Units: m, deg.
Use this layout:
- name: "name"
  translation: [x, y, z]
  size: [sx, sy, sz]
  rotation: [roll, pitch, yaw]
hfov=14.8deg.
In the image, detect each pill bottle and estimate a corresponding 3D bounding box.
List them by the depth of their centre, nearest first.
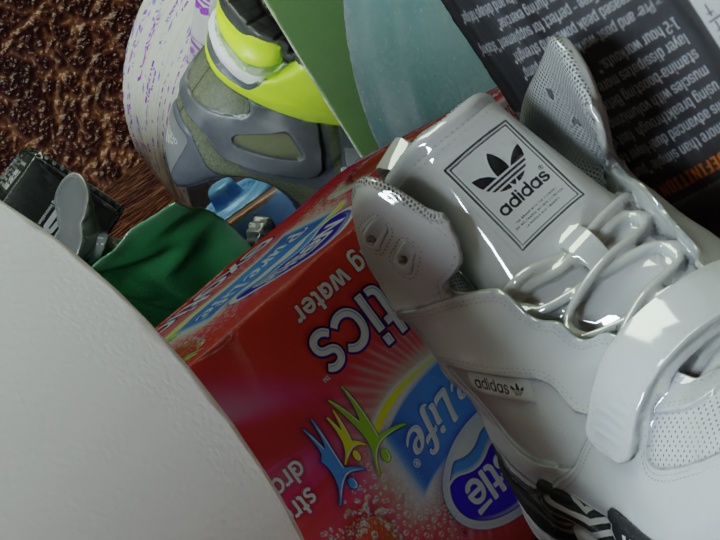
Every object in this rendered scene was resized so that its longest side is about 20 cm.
- name: "pill bottle"
  translation: [0.081, -0.072, 0.716]
  size: [0.106, 0.200, 0.106]
  rotation: [-33, 9, 6]

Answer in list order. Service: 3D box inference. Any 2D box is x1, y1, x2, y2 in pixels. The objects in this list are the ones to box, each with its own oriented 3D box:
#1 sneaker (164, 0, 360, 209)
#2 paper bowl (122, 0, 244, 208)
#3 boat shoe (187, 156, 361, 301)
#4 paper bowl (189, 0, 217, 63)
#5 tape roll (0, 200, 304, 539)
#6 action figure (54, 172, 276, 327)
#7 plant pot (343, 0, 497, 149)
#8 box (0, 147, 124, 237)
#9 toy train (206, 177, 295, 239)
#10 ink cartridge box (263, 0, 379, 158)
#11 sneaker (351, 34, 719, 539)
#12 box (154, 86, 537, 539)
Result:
- name: "sneaker"
  translation: [0.012, -0.053, 0.996]
  size: [0.200, 0.074, 0.081]
  rotation: [14, -49, -38]
- name: "paper bowl"
  translation: [-0.001, -0.087, 1.273]
  size: [0.201, 0.201, 0.104]
  rotation: [-36, 52, -7]
- name: "boat shoe"
  translation: [0.000, 0.000, 0.910]
  size: [0.200, 0.072, 0.072]
  rotation: [-28, -33, -57]
- name: "paper bowl"
  translation: [0.004, -0.147, 1.081]
  size: [0.201, 0.104, 0.201]
  rotation: [15, -90, -88]
- name: "tape roll"
  translation: [-0.118, 0.092, 0.574]
  size: [0.139, 0.203, 0.203]
  rotation: [-40, 10, -36]
- name: "action figure"
  translation: [-0.053, 0.015, 0.994]
  size: [0.118, 0.055, 0.200]
  rotation: [-23, -25, 28]
- name: "plant pot"
  translation: [0.109, -0.095, 0.860]
  size: [0.134, 0.200, 0.200]
  rotation: [7, 37, 42]
- name: "box"
  translation: [-0.169, 0.040, 1.097]
  size: [0.193, 0.047, 0.200]
  rotation: [-58, 9, -3]
- name: "toy train"
  translation: [-0.078, 0.036, 1.165]
  size: [0.200, 0.087, 0.114]
  rotation: [-34, 16, 8]
- name: "ink cartridge box"
  translation: [0.010, -0.141, 0.876]
  size: [0.146, 0.200, 0.048]
  rotation: [-40, 9, -37]
- name: "sneaker"
  translation: [0.059, 0.010, 0.630]
  size: [0.075, 0.115, 0.200]
  rotation: [-37, 8, -14]
- name: "box"
  translation: [-0.002, 0.041, 0.756]
  size: [0.200, 0.100, 0.095]
  rotation: [-40, 10, -37]
